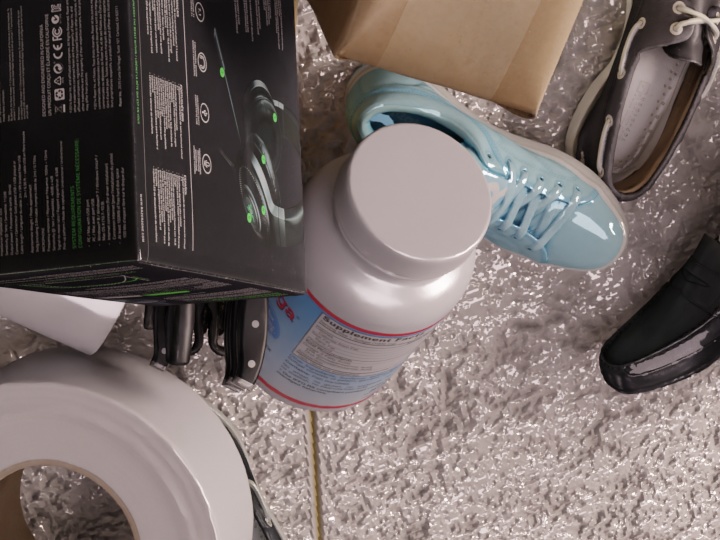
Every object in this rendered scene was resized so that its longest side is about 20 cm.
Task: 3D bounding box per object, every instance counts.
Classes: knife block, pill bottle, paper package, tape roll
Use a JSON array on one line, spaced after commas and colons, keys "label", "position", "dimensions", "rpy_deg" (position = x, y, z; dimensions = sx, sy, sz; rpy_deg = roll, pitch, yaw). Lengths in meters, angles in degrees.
[{"label": "knife block", "position": [-0.075, -0.040, 0.878], "dimensions": [0.064, 0.176, 0.200], "rpy_deg": [5, 128, -18]}, {"label": "pill bottle", "position": [0.000, 0.000, 0.913], "dimensions": [0.109, 0.109, 0.200], "rpy_deg": [6, 153, -18]}, {"label": "paper package", "position": [0.054, -0.201, 0.755], "dimensions": [0.103, 0.191, 0.200], "rpy_deg": [15, 112, -16]}, {"label": "tape roll", "position": [-0.167, 0.149, 0.934], "dimensions": [0.202, 0.071, 0.203], "rpy_deg": [3, 105, 11]}]

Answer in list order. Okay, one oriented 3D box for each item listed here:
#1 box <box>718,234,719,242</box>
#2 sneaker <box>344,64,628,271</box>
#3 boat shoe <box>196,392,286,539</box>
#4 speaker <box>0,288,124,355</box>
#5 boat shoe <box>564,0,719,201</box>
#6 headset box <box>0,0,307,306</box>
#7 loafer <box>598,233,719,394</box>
[{"label": "box", "position": [0.361, -0.021, 0.996], "dimensions": [0.199, 0.131, 0.200], "rpy_deg": [-53, 122, -23]}, {"label": "sneaker", "position": [0.073, -0.049, 0.950], "dimensions": [0.200, 0.082, 0.074], "rpy_deg": [29, 115, -7]}, {"label": "boat shoe", "position": [-0.095, 0.157, 1.045], "dimensions": [0.076, 0.060, 0.200], "rpy_deg": [-32, 119, 4]}, {"label": "speaker", "position": [-0.223, -0.026, 0.892], "dimensions": [0.200, 0.081, 0.081], "rpy_deg": [26, 107, -16]}, {"label": "boat shoe", "position": [0.189, -0.137, 0.977], "dimensions": [0.074, 0.060, 0.200], "rpy_deg": [18, 110, -24]}, {"label": "headset box", "position": [-0.100, -0.076, 0.754], "dimensions": [0.093, 0.200, 0.174], "rpy_deg": [-5, 84, 20]}, {"label": "loafer", "position": [0.238, 0.006, 1.058], "dimensions": [0.200, 0.068, 0.070], "rpy_deg": [-35, 123, -4]}]
